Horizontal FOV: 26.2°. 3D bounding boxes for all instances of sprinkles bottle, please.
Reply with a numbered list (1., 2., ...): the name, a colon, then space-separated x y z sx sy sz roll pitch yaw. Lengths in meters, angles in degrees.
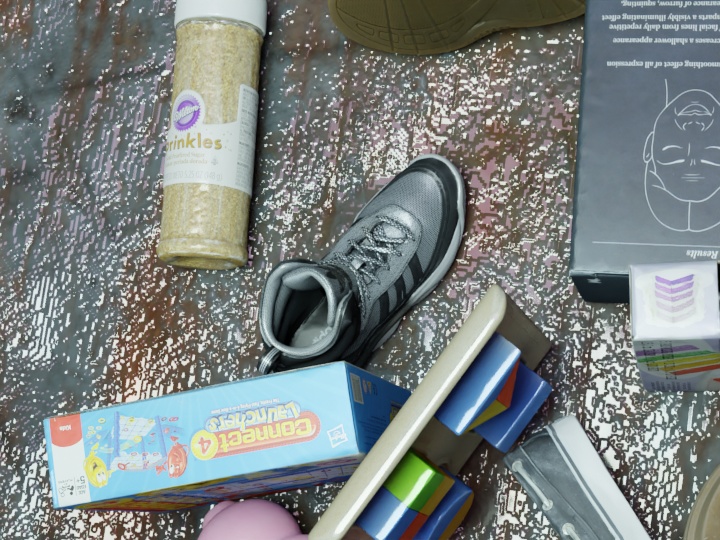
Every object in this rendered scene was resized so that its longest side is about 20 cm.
1. sprinkles bottle: -0.107 -0.104 1.124 0.068 0.068 0.202 1 80 14

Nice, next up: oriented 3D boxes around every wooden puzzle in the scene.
1. wooden puzzle: 0.059 0.109 0.971 0.046 0.200 0.186 36 89 17

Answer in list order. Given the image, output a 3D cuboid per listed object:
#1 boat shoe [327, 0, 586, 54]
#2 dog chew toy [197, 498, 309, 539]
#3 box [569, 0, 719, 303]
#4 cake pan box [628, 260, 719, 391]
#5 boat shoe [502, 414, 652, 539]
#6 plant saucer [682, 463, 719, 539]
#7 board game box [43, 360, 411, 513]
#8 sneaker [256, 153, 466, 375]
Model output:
1. boat shoe: 0.075 -0.207 1.105 0.198 0.073 0.065 -8 41 17
2. dog chew toy: -0.039 0.233 1.018 0.124 0.125 0.200 -43 65 3
3. box: 0.220 -0.082 1.017 0.147 0.107 0.202 3 79 14
4. cake pan box: 0.258 0.034 0.937 0.182 0.200 0.053 -3 76 11
5. boat shoe: 0.153 0.186 0.976 0.067 0.072 0.201 -29 61 1
6. plant saucer: 0.297 0.176 0.955 0.198 0.030 0.202 -9 57 14
7. board game box: -0.074 0.113 1.005 0.194 0.200 0.056 -12 78 12
8. sneaker: 0.000 0.000 1.052 0.075 0.114 0.201 35 89 17
